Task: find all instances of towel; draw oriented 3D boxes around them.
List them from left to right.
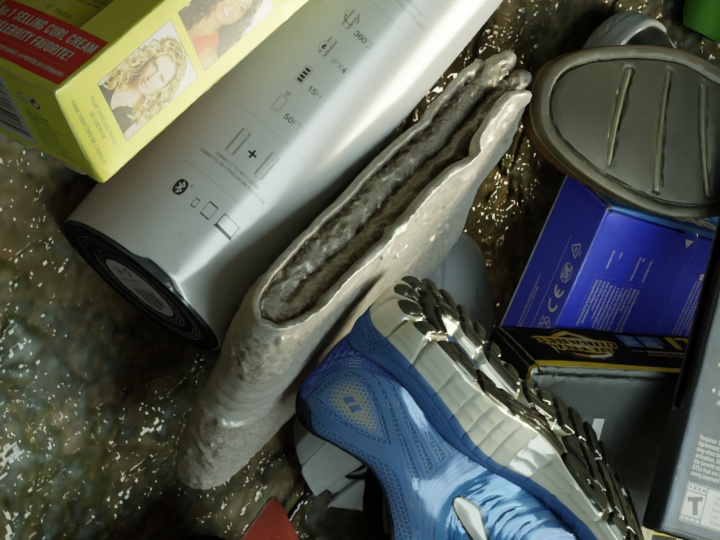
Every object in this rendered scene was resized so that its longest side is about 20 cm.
[{"bbox_3d":[0.000,0.000,1.204,0.200,0.034,0.133,-46,168,-37],"label":"towel"}]

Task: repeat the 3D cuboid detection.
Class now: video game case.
[{"bbox_3d":[0.208,0.033,1.271,0.143,0.019,0.200,18,81,-26],"label":"video game case"}]

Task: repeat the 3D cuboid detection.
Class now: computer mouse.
[{"bbox_3d":[0.006,0.072,1.312,0.110,0.044,0.200,37,83,-48],"label":"computer mouse"}]

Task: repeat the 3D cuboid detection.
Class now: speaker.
[{"bbox_3d":[-0.027,-0.068,1.176,0.200,0.081,0.081,-52,138,-14],"label":"speaker"}]

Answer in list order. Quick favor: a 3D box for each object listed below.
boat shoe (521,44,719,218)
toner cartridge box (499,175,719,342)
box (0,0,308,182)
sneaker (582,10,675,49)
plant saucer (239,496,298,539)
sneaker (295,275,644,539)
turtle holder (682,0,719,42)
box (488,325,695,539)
[{"bbox_3d":[0.149,-0.055,1.289,0.200,0.068,0.072,11,88,-28],"label":"boat shoe"},{"bbox_3d":[0.101,0.061,1.321,0.095,0.043,0.200,14,108,-30],"label":"toner cartridge box"},{"bbox_3d":[-0.059,-0.121,1.121,0.200,0.075,0.050,-43,133,-20],"label":"box"},{"bbox_3d":[0.170,-0.032,1.373,0.075,0.114,0.200,-43,135,-22],"label":"sneaker"},{"bbox_3d":[-0.075,0.227,1.219,0.200,0.037,0.200,-53,160,-48],"label":"plant saucer"},{"bbox_3d":[0.048,0.090,1.198,0.089,0.079,0.200,-36,118,17],"label":"sneaker"},{"bbox_3d":[0.215,-0.159,1.356,0.132,0.185,0.141,-65,172,3],"label":"turtle holder"},{"bbox_3d":[0.114,0.125,1.304,0.159,0.049,0.200,5,112,-24],"label":"box"}]
